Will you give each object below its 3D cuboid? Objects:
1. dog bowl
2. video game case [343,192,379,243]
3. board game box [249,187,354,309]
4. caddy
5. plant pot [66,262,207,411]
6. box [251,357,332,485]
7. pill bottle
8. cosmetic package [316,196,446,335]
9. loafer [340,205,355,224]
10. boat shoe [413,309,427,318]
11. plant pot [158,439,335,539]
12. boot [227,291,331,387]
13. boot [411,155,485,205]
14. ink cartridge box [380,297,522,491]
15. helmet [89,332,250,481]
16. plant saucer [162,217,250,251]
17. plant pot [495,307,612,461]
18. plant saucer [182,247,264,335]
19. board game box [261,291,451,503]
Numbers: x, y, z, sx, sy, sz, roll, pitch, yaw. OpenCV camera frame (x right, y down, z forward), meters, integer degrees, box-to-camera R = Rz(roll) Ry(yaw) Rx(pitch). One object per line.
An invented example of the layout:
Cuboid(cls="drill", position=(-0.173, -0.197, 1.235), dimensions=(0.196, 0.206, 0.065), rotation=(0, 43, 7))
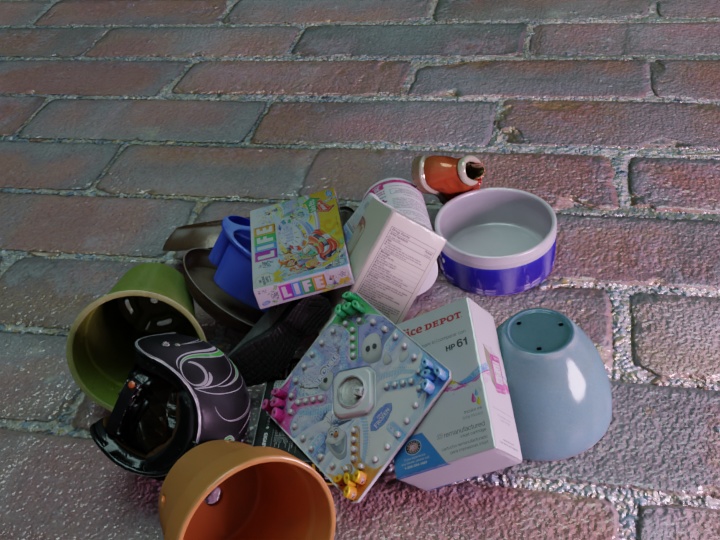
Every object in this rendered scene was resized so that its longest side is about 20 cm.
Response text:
Cuboid(cls="dog bowl", position=(0.221, -0.050, 1.523), dimensions=(0.197, 0.080, 0.201), rotation=(-5, 38, 4))
Cuboid(cls="video game case", position=(0.000, 0.000, 1.446), dimensions=(0.183, 0.024, 0.201), rotation=(-51, 37, 16))
Cuboid(cls="board game box", position=(-0.086, -0.035, 1.305), dimensions=(0.132, 0.035, 0.201), rotation=(-16, 36, 2))
Cuboid(cls="caddy", position=(-0.139, -0.011, 1.439), dimensions=(0.198, 0.106, 0.142), rotation=(26, 19, -29))
Cuboid(cls="plant pot", position=(-0.318, 0.082, 1.382), dimensions=(0.197, 0.203, 0.190), rotation=(-8, 24, -1))
Cuboid(cls="box", position=(-0.059, 0.201, 1.271), dimensions=(0.157, 0.050, 0.201), rotation=(-1, 38, 5))
Cuboid(cls="pill bottle", position=(0.065, -0.055, 1.526), dimensions=(0.111, 0.115, 0.201), rotation=(-9, 37, -2))
Cuboid(cls="cosmetic package", position=(0.021, 0.013, 1.300), dimensions=(0.103, 0.202, 0.087), rotation=(27, 7, -26))
Cuboid(cls="loafer", position=(-0.067, -0.059, 1.590), dimensions=(0.072, 0.072, 0.200), rotation=(18, 44, 30))
Cuboid(cls="boat shoe", position=(0.081, 0.140, 1.312), dimensions=(0.064, 0.073, 0.201), rotation=(12, 44, 15))
Cuboid(cls="plant pot", position=(-0.146, 0.286, 1.075), dimensions=(0.198, 0.203, 0.139), rotation=(-27, 25, -24))
Cuboid(cls="boot", position=(-0.118, 0.069, 1.326), dimensions=(0.199, 0.070, 0.132), rotation=(-38, 29, 13))
Cuboid(cls="boot", position=(0.178, -0.157, 1.604), dimensions=(0.106, 0.076, 0.199), rotation=(-4, -5, 30))
Cuboid(cls="ink cartridge box", position=(0.108, 0.155, 1.171), dimensions=(0.143, 0.084, 0.203), rotation=(-23, 57, 25))
Cuboid(cls="helmet", position=(-0.240, 0.178, 1.216), dimensions=(0.197, 0.204, 0.190), rotation=(4, 1, 14))
Cuboid(cls="plant saucer", position=(-0.240, -0.065, 1.580), dimensions=(0.197, 0.037, 0.200), rotation=(-7, 8, 1))
Cuboid(cls="plant pot", position=(0.238, 0.131, 1.238), dimensions=(0.197, 0.136, 0.201), rotation=(-5, 37, 3))
Cuboid(cls="plant saucer", position=(-0.195, 0.040, 1.436), dimensions=(0.199, 0.035, 0.201), rotation=(34, 18, -12))
Cuboid(cls="board game box", position=(-0.012, 0.153, 1.175), dimensions=(0.199, 0.026, 0.201), rotation=(38, 91, 38))
